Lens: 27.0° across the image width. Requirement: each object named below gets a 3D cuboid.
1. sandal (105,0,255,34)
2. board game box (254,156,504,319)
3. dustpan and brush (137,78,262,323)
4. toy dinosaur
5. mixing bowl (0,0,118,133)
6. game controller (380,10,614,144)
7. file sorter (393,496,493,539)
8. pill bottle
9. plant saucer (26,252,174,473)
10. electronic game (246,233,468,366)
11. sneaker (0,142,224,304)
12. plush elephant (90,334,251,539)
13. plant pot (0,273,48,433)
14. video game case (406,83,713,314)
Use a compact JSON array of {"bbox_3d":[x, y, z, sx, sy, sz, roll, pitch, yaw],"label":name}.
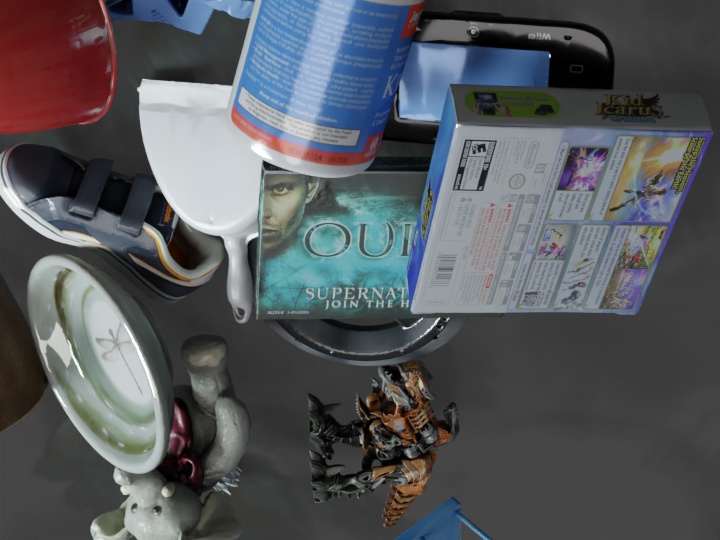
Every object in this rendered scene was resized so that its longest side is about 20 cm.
[{"bbox_3d":[-0.135,-0.201,1.070,0.200,0.080,0.087,-12,130,28],"label":"sandal"},{"bbox_3d":[0.020,-0.024,1.158,0.200,0.028,0.135,-1,123,-8],"label":"board game box"},{"bbox_3d":[-0.105,-0.050,1.188,0.139,0.057,0.200,7,104,23],"label":"dustpan and brush"},{"bbox_3d":[0.022,0.164,1.350,0.136,0.102,0.200,-4,110,-2],"label":"toy dinosaur"},{"bbox_3d":[-0.274,-0.173,1.052,0.200,0.108,0.200,34,141,32],"label":"mixing bowl"},{"bbox_3d":[0.082,-0.137,1.086,0.200,0.042,0.104,5,133,11],"label":"game controller"},{"bbox_3d":[0.055,0.341,1.400,0.123,0.200,0.139,36,145,34],"label":"file sorter"},{"bbox_3d":[-0.016,-0.174,1.014,0.112,0.112,0.200,18,118,0],"label":"pill bottle"},{"bbox_3d":[-0.208,0.072,1.268,0.200,0.050,0.200,32,135,39],"label":"plant saucer"},{"bbox_3d":[0.000,0.000,1.234,0.200,0.042,0.200,4,128,5],"label":"electronic game"},{"bbox_3d":[-0.198,-0.050,1.224,0.200,0.079,0.079,34,137,-30],"label":"sneaker"},{"bbox_3d":[-0.179,0.181,1.373,0.165,0.155,0.200,-8,128,23],"label":"plush elephant"},{"bbox_3d":[-0.384,0.028,1.298,0.187,0.187,0.200,0,119,16],"label":"plant pot"},{"bbox_3d":[0.137,-0.047,1.090,0.181,0.045,0.200,1,139,-9],"label":"video game case"}]
